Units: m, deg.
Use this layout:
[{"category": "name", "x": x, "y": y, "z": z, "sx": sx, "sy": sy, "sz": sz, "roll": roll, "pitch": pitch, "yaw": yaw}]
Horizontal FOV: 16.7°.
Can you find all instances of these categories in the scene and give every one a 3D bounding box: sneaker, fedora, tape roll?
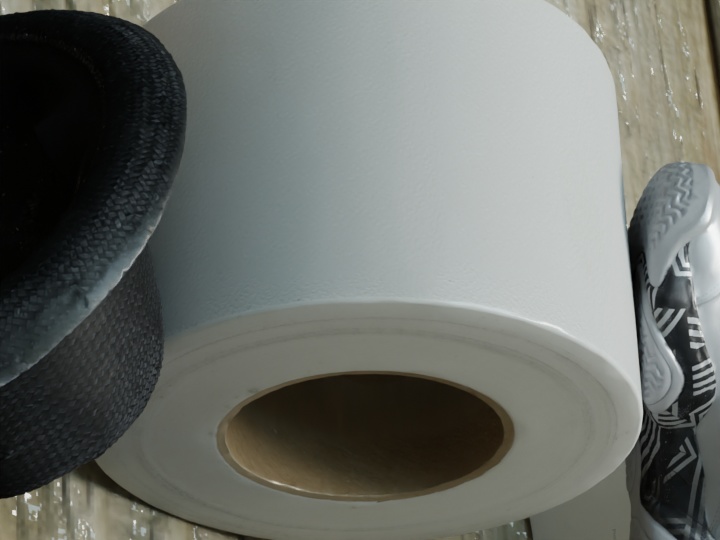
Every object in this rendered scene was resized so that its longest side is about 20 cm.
[{"category": "sneaker", "x": 0.159, "y": 0.053, "z": 0.925, "sx": 0.075, "sy": 0.114, "sz": 0.201, "roll": -97, "pitch": -177, "yaw": -72}, {"category": "fedora", "x": -0.122, "y": 0.006, "z": 0.784, "sx": 0.092, "sy": 0.200, "sz": 0.201, "roll": 62, "pitch": 32, "yaw": -34}, {"category": "tape roll", "x": 0.000, "y": 0.000, "z": 0.902, "sx": 0.202, "sy": 0.202, "sz": 0.140, "roll": 26, "pitch": 51, "yaw": -40}]

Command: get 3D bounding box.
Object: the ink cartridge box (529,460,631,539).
[{"category": "ink cartridge box", "x": 0.193, "y": 0.127, "z": 1.066, "sx": 0.128, "sy": 0.200, "sz": 0.126, "roll": 16, "pitch": 58, "yaw": -46}]
